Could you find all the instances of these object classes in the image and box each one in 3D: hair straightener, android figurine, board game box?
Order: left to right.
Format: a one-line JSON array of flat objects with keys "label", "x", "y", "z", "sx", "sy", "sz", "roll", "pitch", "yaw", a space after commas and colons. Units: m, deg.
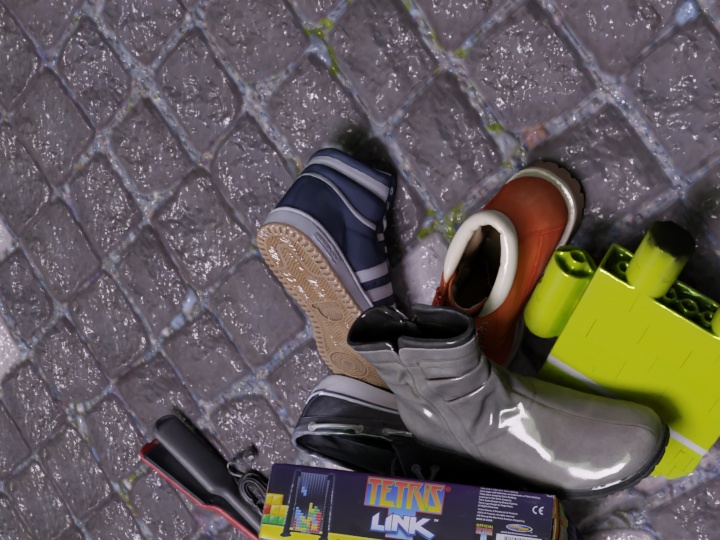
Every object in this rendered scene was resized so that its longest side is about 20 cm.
[{"label": "hair straightener", "x": -0.110, "y": 0.196, "z": 1.077, "sx": 0.199, "sy": 0.041, "sz": 0.077, "roll": 40, "pitch": 126, "yaw": 16}, {"label": "board game box", "x": 0.050, "y": 0.187, "z": 0.858, "sx": 0.197, "sy": 0.165, "sz": 0.058, "roll": 4, "pitch": 72, "yaw": 18}, {"label": "android figurine", "x": 0.190, "y": 0.061, "z": 0.795, "sx": 0.181, "sy": 0.041, "sz": 0.201, "roll": 30, "pitch": 137, "yaw": 12}]

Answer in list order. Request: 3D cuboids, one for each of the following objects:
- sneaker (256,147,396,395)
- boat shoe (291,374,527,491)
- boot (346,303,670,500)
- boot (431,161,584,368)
[{"label": "sneaker", "x": 0.000, "y": 0.000, "z": 0.919, "sx": 0.069, "sy": 0.109, "sz": 0.201, "roll": -1, "pitch": 137, "yaw": 32}, {"label": "boat shoe", "x": 0.043, "y": 0.139, "z": 0.910, "sx": 0.197, "sy": 0.068, "sz": 0.072, "roll": 18, "pitch": 136, "yaw": 16}, {"label": "boot", "x": 0.088, "y": 0.079, "z": 0.784, "sx": 0.198, "sy": 0.068, "sz": 0.131, "roll": 1, "pitch": 138, "yaw": 37}, {"label": "boot", "x": 0.076, "y": 0.024, "z": 0.842, "sx": 0.075, "sy": 0.107, "sz": 0.202, "roll": 33, "pitch": 125, "yaw": 17}]
